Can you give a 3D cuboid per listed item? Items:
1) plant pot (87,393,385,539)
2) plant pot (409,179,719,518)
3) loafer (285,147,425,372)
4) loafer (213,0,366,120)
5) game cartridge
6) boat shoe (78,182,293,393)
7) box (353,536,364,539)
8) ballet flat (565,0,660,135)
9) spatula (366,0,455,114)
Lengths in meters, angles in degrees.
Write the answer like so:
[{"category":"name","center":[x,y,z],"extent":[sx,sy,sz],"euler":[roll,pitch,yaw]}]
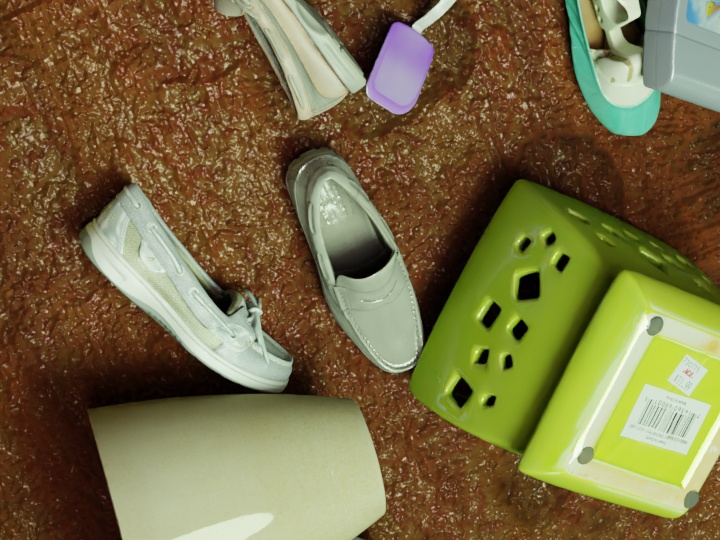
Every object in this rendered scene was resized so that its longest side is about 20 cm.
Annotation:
[{"category":"plant pot","center":[-0.088,0.168,1.338],"extent":[0.198,0.187,0.189],"euler":[-16,113,-10]},{"category":"plant pot","center":[0.189,0.074,1.371],"extent":[0.199,0.181,0.200],"euler":[20,102,-34]},{"category":"loafer","center":[0.000,0.000,1.368],"extent":[0.070,0.070,0.201],"euler":[-30,115,-4]},{"category":"loafer","center":[-0.075,-0.192,1.283],"extent":[0.063,0.072,0.200],"euler":[-37,118,7]},{"category":"game cartridge","center":[0.280,-0.226,1.349],"extent":[0.132,0.040,0.202],"euler":[11,93,-35]},{"category":"boat shoe","center":[-0.122,0.018,1.340],"extent":[0.202,0.075,0.065],"euler":[42,99,-17]},{"category":"box","center":[-0.052,0.305,1.439],"extent":[0.155,0.041,0.202],"euler":[21,105,11]},{"category":"ballet flat","center":[0.195,-0.186,1.359],"extent":[0.067,0.070,0.202],"euler":[-23,114,-7]},{"category":"spatula","center":[0.068,-0.211,1.336],"extent":[0.056,0.021,0.201],"euler":[28,96,-45]}]
